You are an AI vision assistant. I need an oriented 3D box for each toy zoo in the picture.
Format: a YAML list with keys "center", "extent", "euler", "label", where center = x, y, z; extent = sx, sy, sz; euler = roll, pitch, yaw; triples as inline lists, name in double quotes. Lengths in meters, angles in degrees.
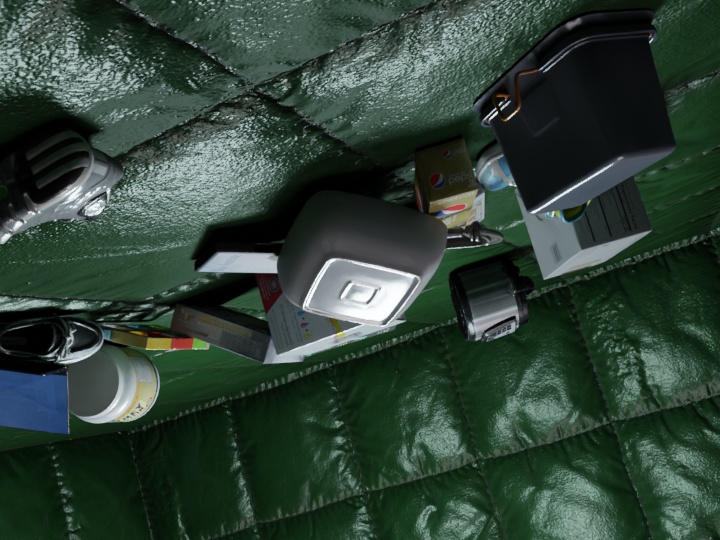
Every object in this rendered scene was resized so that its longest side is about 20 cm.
- center: [-0.364, 0.111, 1.425]
  extent: [0.129, 0.021, 0.199]
  euler: [10, 180, 26]
  label: "toy zoo"

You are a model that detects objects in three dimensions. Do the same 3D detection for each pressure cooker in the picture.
- center: [0.327, 0.066, 2.056]
  extent: [0.196, 0.182, 0.177]
  euler: [-16, -152, -3]
  label: "pressure cooker"

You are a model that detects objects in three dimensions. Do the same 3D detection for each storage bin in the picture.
- center: [0.215, -0.148, 0.856]
  extent: [0.143, 0.137, 0.200]
  euler: [-11, 168, -27]
  label: "storage bin"

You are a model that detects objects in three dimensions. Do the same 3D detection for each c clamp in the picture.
- center: [0.094, -0.041, 1.139]
  extent: [0.195, 0.028, 0.171]
  euler: [-4, 170, 10]
  label: "c clamp"

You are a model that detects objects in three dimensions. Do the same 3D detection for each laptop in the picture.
- center: [-0.543, 0.189, 1.258]
  extent: [0.183, 0.119, 0.200]
  euler: [8, 176, -5]
  label: "laptop"

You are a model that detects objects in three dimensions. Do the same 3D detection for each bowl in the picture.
- center: [0.000, 0.000, 1.083]
  extent: [0.196, 0.076, 0.200]
  euler: [12, 143, -18]
  label: "bowl"

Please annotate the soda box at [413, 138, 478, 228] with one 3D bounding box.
- center: [0.108, -0.103, 1.101]
  extent: [0.063, 0.069, 0.200]
  euler: [-15, 170, 0]
  label: "soda box"

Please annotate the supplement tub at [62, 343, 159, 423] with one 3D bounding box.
- center: [-0.482, 0.217, 1.617]
  extent: [0.141, 0.147, 0.200]
  euler: [-17, 170, 3]
  label: "supplement tub"

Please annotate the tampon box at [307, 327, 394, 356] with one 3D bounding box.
- center: [-0.039, 0.074, 1.628]
  extent: [0.196, 0.129, 0.150]
  euler: [-17, 170, -5]
  label: "tampon box"

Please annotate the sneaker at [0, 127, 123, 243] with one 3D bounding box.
- center: [-0.290, -0.051, 0.729]
  extent: [0.196, 0.077, 0.115]
  euler: [-21, 171, 15]
  label: "sneaker"

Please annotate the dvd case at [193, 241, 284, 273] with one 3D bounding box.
- center: [-0.123, -0.016, 1.182]
  extent: [0.196, 0.018, 0.142]
  euler: [1, 170, -23]
  label: "dvd case"

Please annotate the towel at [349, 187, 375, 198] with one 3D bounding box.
- center: [-0.020, -0.059, 1.185]
  extent: [0.109, 0.050, 0.200]
  euler: [-17, 170, 5]
  label: "towel"

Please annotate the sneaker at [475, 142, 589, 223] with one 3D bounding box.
- center: [0.221, -0.110, 1.075]
  extent: [0.078, 0.133, 0.200]
  euler: [-13, 170, -24]
  label: "sneaker"

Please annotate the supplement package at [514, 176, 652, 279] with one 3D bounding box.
- center: [0.324, -0.093, 1.258]
  extent: [0.109, 0.159, 0.200]
  euler: [-16, 169, -6]
  label: "supplement package"

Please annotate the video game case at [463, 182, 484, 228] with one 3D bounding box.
- center: [0.120, -0.059, 1.343]
  extent: [0.180, 0.023, 0.200]
  euler: [-35, 169, 2]
  label: "video game case"

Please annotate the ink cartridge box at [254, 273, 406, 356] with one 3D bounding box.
- center: [-0.046, 0.042, 1.400]
  extent: [0.196, 0.148, 0.144]
  euler: [-20, 169, 15]
  label: "ink cartridge box"

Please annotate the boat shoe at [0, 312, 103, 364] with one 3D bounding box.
- center: [-0.455, 0.099, 1.243]
  extent: [0.067, 0.075, 0.198]
  euler: [-6, 169, 37]
  label: "boat shoe"

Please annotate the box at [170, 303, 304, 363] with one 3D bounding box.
- center: [-0.209, 0.109, 1.483]
  extent: [0.196, 0.049, 0.158]
  euler: [17, -179, 23]
  label: "box"
